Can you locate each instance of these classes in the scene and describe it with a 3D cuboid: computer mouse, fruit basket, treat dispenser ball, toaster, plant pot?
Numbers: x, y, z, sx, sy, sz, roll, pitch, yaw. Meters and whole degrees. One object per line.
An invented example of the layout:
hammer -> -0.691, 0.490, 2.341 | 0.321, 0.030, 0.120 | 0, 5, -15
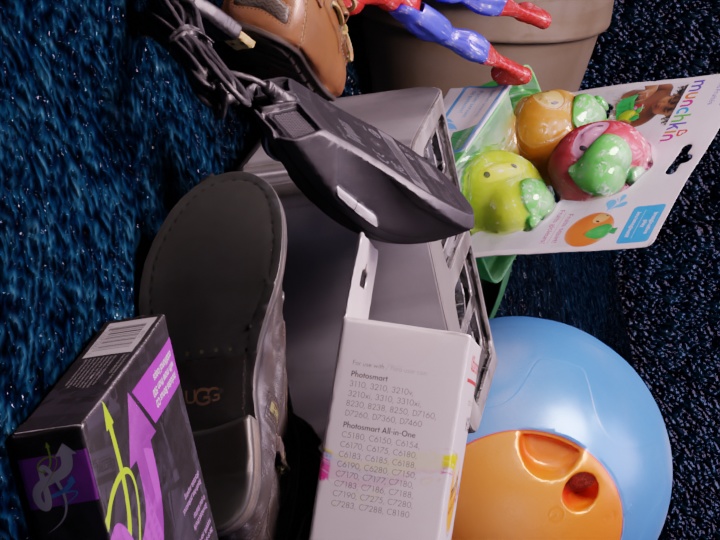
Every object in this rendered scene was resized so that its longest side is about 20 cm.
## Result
computer mouse -> -0.037, -0.075, 1.220 | 0.200, 0.046, 0.141 | 27, 17, -38
fruit basket -> 0.124, -0.071, 1.491 | 0.094, 0.199, 0.185 | 59, 44, -25
treat dispenser ball -> 0.103, 0.131, 1.546 | 0.201, 0.200, 0.202 | -9, 90, -78
toaster -> 0.000, 0.000, 1.364 | 0.200, 0.118, 0.182 | -62, 140, -71
plant pot -> 0.084, -0.148, 1.784 | 0.200, 0.199, 0.174 | -64, 160, -70

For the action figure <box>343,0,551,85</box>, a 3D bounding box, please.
action figure -> 0.016, -0.172, 1.464 | 0.200, 0.099, 0.066 | 19, 90, -45

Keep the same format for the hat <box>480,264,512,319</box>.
hat -> 0.000, -0.030, 1.634 | 0.200, 0.175, 0.166 | 130, -35, -51

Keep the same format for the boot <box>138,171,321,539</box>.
boot -> -0.055, 0.068, 1.192 | 0.174, 0.069, 0.201 | 52, 41, -68

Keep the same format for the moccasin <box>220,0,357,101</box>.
moccasin -> -0.039, -0.146, 1.351 | 0.201, 0.073, 0.078 | 48, 63, -76

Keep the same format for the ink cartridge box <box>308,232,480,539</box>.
ink cartridge box -> 0.019, 0.088, 1.208 | 0.115, 0.068, 0.201 | 41, 57, -84

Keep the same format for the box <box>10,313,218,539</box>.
box -> -0.091, 0.136, 1.021 | 0.143, 0.036, 0.201 | -64, 144, -71
